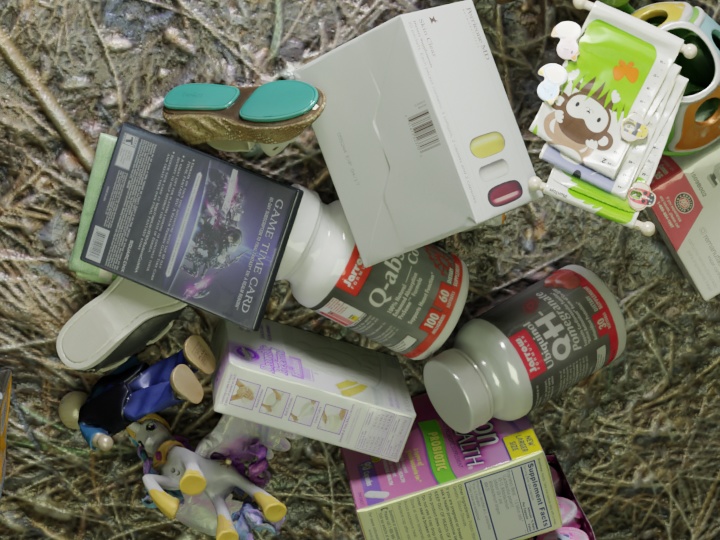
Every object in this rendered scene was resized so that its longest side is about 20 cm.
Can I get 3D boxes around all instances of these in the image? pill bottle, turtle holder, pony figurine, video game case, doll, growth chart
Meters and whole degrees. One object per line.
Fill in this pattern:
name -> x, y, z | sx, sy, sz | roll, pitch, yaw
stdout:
pill bottle -> 0.165, 0.084, 1.689 | 0.199, 0.110, 0.112 | -28, 114, -25
turtle holder -> 0.302, -0.208, 1.618 | 0.139, 0.132, 0.188 | -6, 85, 3
pill bottle -> 0.000, 0.000, 1.667 | 0.199, 0.116, 0.116 | 26, 105, -20
pony figurine -> -0.151, 0.210, 1.711 | 0.192, 0.200, 0.168 | 23, 100, -31
video game case -> -0.166, -0.043, 1.612 | 0.198, 0.019, 0.144 | 21, 98, 16
doll -> -0.232, 0.123, 1.685 | 0.199, 0.137, 0.049 | -22, 123, 36
growth chart -> 0.229, -0.146, 1.542 | 0.143, 0.018, 0.202 | 16, 84, 5

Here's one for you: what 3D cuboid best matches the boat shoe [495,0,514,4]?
boat shoe -> 0.094, -0.338, 1.579 | 0.072, 0.072, 0.201 | -36, 92, 37

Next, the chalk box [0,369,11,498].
chalk box -> -0.459, 0.172, 1.675 | 0.198, 0.125, 0.125 | 4, 109, -7

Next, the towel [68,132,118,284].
towel -> -0.184, -0.043, 1.685 | 0.198, 0.023, 0.154 | 14, 107, -10

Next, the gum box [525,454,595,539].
gum box -> 0.201, 0.295, 1.759 | 0.065, 0.200, 0.115 | -7, 112, -4

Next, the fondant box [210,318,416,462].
fondant box -> -0.051, 0.115, 1.693 | 0.198, 0.144, 0.059 | 16, 108, -13

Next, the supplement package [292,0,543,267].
supplement package -> 0.054, -0.129, 1.567 | 0.155, 0.110, 0.202 | -20, 92, 43

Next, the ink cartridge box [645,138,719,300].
ink cartridge box -> 0.396, -0.089, 1.707 | 0.199, 0.083, 0.147 | -32, 110, 5

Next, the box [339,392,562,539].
box -> 0.087, 0.210, 1.725 | 0.198, 0.176, 0.098 | -17, 116, 0

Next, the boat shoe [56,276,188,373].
boat shoe -> -0.213, 0.034, 1.665 | 0.200, 0.060, 0.074 | -41, 72, 5

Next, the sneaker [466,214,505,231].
sneaker -> 0.076, -0.122, 1.663 | 0.091, 0.076, 0.202 | -20, 110, 5

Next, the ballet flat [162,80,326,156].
ballet flat -> -0.103, -0.144, 1.595 | 0.071, 0.199, 0.066 | -51, 132, -31
